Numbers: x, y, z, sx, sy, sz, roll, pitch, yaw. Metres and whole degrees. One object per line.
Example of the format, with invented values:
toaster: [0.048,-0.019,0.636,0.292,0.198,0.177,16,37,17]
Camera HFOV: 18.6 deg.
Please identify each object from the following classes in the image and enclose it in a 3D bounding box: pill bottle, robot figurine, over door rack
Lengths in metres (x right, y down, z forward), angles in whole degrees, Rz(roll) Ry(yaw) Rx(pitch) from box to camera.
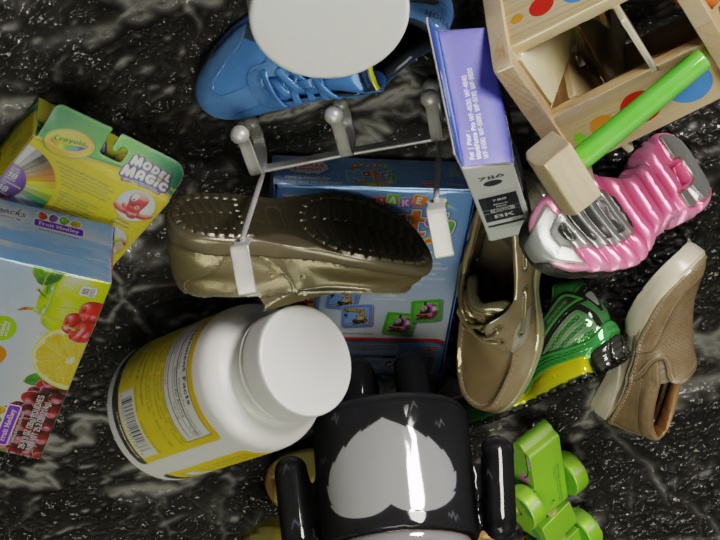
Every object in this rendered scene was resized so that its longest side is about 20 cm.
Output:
pill bottle: [-0.024,-0.216,1.342,0.113,0.201,0.114,-2,134,-2]
robot figurine: [0.027,0.166,1.666,0.150,0.201,0.124,-22,155,40]
over door rack: [-0.013,-0.070,1.493,0.147,0.200,0.067,-11,120,7]
pill bottle: [-0.096,0.088,1.646,0.111,0.112,0.200,28,152,-28]

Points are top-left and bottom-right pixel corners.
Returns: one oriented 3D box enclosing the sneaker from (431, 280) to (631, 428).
sneaker: [0.121,0.067,1.729,0.199,0.086,0.078,-29,171,36]

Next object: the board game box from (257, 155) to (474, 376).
board game box: [0.000,0.000,1.668,0.150,0.037,0.201,2,135,-7]

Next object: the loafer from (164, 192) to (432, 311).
loafer: [-0.047,-0.011,1.570,0.199,0.076,0.068,8,129,-16]

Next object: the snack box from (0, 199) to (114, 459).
snack box: [-0.285,0.037,1.596,0.168,0.068,0.201,14,131,-16]

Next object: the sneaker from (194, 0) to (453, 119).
sneaker: [-0.028,-0.144,1.499,0.199,0.079,0.066,-23,134,19]

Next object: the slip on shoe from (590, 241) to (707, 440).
slip on shoe: [0.236,0.059,1.708,0.060,0.076,0.201,38,137,18]

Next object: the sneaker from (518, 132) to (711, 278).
sneaker: [0.169,-0.031,1.576,0.199,0.079,0.095,-23,172,-47]

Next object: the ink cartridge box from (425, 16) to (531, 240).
ink cartridge box: [0.083,-0.095,1.483,0.039,0.100,0.200,-12,164,7]

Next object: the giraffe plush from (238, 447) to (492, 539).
giraffe plush: [0.021,0.221,1.829,0.200,0.172,0.162,-53,137,-3]

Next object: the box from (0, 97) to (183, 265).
box: [-0.224,-0.043,1.601,0.117,0.049,0.200,26,129,-27]

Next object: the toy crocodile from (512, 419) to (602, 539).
toy crocodile: [0.156,0.204,1.868,0.067,0.062,0.201,-39,136,-23]

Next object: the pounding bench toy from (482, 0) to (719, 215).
pounding bench toy: [0.180,-0.139,1.436,0.155,0.201,0.124,-24,131,19]

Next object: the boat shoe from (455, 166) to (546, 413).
boat shoe: [0.098,0.022,1.640,0.072,0.065,0.201,27,122,28]
